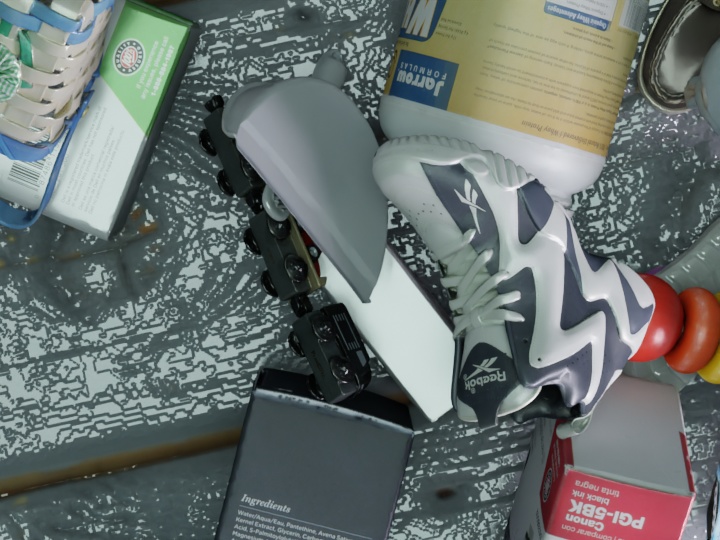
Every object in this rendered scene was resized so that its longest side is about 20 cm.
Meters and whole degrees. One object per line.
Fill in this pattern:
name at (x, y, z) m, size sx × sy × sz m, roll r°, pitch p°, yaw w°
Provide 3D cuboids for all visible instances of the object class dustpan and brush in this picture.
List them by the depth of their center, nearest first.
dustpan and brush at (-0.026, -0.081, 1.606) m, size 0.057 × 0.200 × 0.140 m, roll -21°, pitch 120°, yaw 35°

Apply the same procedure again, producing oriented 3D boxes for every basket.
basket at (-0.237, -0.132, 1.558) m, size 0.176 × 0.139 × 0.200 m, roll 29°, pitch 134°, yaw -3°

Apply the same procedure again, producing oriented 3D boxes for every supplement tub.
supplement tub at (0.094, -0.131, 1.634) m, size 0.144 × 0.145 × 0.201 m, roll 15°, pitch 93°, yaw -1°

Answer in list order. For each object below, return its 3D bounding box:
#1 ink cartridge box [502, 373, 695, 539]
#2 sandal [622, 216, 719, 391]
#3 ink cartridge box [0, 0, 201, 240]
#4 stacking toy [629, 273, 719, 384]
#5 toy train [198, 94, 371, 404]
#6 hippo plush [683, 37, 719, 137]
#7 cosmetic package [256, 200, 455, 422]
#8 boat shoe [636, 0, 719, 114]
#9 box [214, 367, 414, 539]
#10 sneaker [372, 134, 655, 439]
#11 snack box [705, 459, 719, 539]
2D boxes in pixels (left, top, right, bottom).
ink cartridge box at (0.133, 0.179, 1.622) m, size 0.082 × 0.147 × 0.201 m, roll 13°, pitch 113°, yaw -4°
sandal at (0.193, 0.031, 1.695) m, size 0.202 × 0.050 × 0.083 m, roll -33°, pitch 108°, yaw -11°
ink cartridge box at (-0.219, -0.125, 1.664) m, size 0.199 × 0.084 × 0.147 m, roll 23°, pitch 95°, yaw -1°
stacking toy at (0.238, 0.043, 1.651) m, size 0.199 × 0.085 × 0.086 m, roll 15°, pitch 93°, yaw -17°
toy train at (-0.043, -0.016, 1.595) m, size 0.034 × 0.046 × 0.201 m, roll -33°, pitch 77°, yaw 42°
hippo plush at (0.288, -0.098, 1.600) m, size 0.159 × 0.200 × 0.161 m, roll -37°, pitch 84°, yaw 20°
cosmetic package at (0.000, 0.000, 1.673) m, size 0.051 × 0.083 × 0.200 m, roll -38°, pitch 92°, yaw 2°
boat shoe at (0.250, -0.180, 1.673) m, size 0.072 × 0.060 × 0.200 m, roll 44°, pitch 93°, yaw -3°
box at (-0.040, 0.172, 1.651) m, size 0.104 × 0.148 × 0.201 m, roll 15°, pitch 94°, yaw -1°
sneaker at (0.073, 0.021, 1.528) m, size 0.199 × 0.079 × 0.130 m, roll 41°, pitch 54°, yaw -26°
snack box at (0.284, 0.112, 1.638) m, size 0.115 × 0.201 × 0.037 m, roll 4°, pitch 49°, yaw 0°
